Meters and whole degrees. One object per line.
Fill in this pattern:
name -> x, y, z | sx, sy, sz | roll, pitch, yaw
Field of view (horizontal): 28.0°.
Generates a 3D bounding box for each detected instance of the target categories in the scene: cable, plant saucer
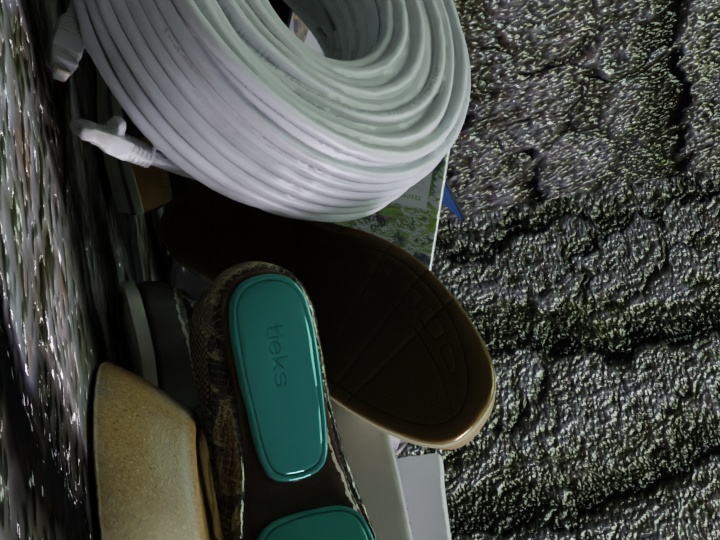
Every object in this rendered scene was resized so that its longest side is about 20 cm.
cable -> -0.037, -0.119, 0.649 | 0.069, 0.199, 0.202 | -34, -134, 40
plant saucer -> -0.072, 0.134, 0.593 | 0.200, 0.035, 0.202 | 170, -90, -86

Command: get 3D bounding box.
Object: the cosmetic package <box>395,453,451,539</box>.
cosmetic package -> 0.019, 0.198, 0.881 | 0.200, 0.080, 0.114 | 81, 1, -66

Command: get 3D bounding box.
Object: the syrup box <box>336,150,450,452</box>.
syrup box -> 0.000, 0.000, 0.835 | 0.082, 0.078, 0.202 | 103, -3, -67

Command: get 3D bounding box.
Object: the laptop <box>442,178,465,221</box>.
laptop -> -0.045, -0.109, 1.019 | 0.187, 0.199, 0.117 | 44, -43, 37

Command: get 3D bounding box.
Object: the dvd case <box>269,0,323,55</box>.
dvd case -> -0.035, -0.116, 0.788 | 0.143, 0.017, 0.202 | 86, 13, -62

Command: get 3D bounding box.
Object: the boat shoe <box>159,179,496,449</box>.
boat shoe -> -0.010, 0.020, 0.672 | 0.200, 0.074, 0.066 | 39, -9, 33

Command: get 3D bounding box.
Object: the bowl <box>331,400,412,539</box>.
bowl -> -0.034, 0.172, 0.713 | 0.200, 0.074, 0.201 | 119, -35, -54

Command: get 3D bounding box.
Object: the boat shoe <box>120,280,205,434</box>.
boat shoe -> -0.083, 0.046, 0.744 | 0.202, 0.060, 0.073 | 91, -12, -74

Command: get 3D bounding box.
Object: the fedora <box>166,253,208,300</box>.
fedora -> -0.077, 0.004, 1.025 | 0.090, 0.176, 0.201 | -37, 159, -57

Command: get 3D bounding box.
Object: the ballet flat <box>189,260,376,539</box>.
ballet flat -> -0.035, 0.098, 0.609 | 0.075, 0.067, 0.202 | -32, -112, 59

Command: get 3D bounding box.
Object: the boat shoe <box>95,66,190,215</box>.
boat shoe -> -0.114, -0.104, 0.801 | 0.201, 0.062, 0.075 | -106, -175, -51

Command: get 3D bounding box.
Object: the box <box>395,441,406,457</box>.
box -> -0.018, 0.139, 1.038 | 0.068, 0.201, 0.082 | 35, -12, 5
